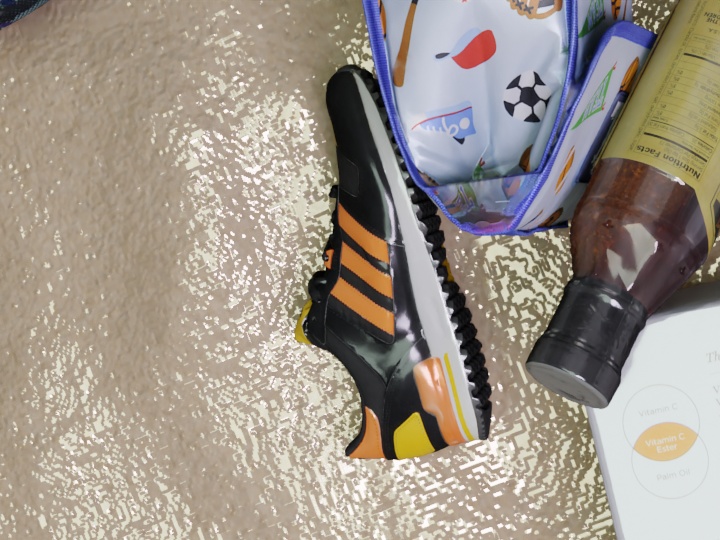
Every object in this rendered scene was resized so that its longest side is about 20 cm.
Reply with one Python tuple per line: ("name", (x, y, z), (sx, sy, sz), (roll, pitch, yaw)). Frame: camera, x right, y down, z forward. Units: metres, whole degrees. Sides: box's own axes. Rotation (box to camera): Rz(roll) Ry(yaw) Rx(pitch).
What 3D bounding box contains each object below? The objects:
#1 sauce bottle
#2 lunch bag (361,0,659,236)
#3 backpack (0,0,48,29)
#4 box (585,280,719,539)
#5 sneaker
("sauce bottle", (0.133, -0.035, 0.751), (0.065, 0.066, 0.202), (26, 77, 11))
("lunch bag", (0.072, -0.118, 0.783), (0.122, 0.170, 0.203), (-5, 91, 19))
("backpack", (-0.183, -0.237, 0.855), (0.199, 0.151, 0.179), (-30, 85, 9))
("box", (0.198, 0.104, 0.797), (0.150, 0.106, 0.203), (-13, 91, 15))
("sneaker", (0.000, 0.000, 0.858), (0.089, 0.070, 0.202), (-18, 91, 11))
